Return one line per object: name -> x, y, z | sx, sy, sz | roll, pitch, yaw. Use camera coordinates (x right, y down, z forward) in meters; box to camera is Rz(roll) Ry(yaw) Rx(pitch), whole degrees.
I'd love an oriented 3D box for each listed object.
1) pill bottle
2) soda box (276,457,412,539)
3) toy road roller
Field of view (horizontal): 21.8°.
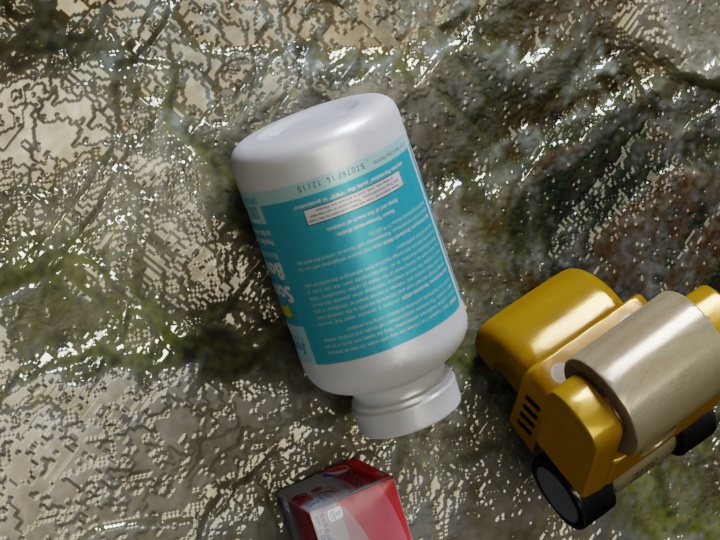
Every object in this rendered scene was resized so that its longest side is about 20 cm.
pill bottle -> 0.000, 0.000, 1.167 | 0.110, 0.111, 0.202 | -24, 104, -18
soda box -> 0.011, 0.229, 1.220 | 0.063, 0.070, 0.202 | -21, 104, -19
toy road roller -> 0.148, 0.060, 1.200 | 0.122, 0.200, 0.146 | -33, 71, -16
